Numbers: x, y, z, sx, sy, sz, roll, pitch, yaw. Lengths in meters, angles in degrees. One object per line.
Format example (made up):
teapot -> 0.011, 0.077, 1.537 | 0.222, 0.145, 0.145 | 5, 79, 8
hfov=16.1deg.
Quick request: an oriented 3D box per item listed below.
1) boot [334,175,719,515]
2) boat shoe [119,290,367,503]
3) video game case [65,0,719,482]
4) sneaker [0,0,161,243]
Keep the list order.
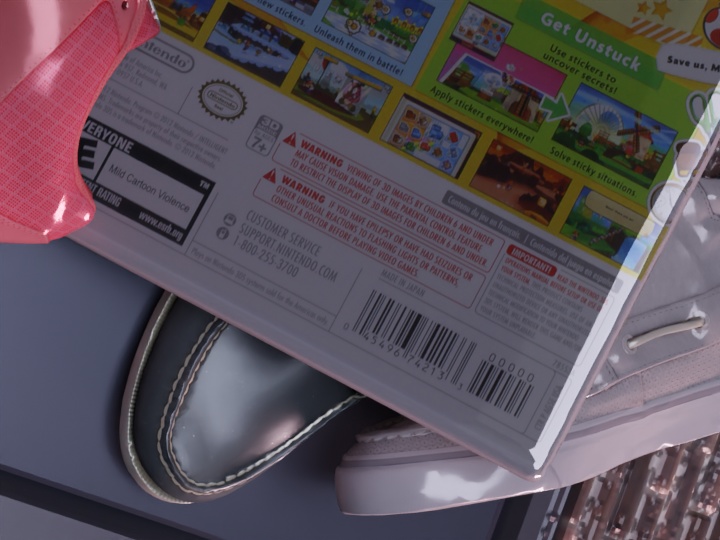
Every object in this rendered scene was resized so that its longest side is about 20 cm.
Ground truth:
boot -> 0.072, 0.018, 0.879 | 0.200, 0.074, 0.096 | -14, 96, -29
boat shoe -> 0.000, 0.000, 0.842 | 0.200, 0.062, 0.073 | -46, 114, -11
video game case -> 0.010, -0.058, 0.815 | 0.200, 0.023, 0.182 | 27, 85, 6
sneaker -> -0.100, -0.102, 0.779 | 0.087, 0.074, 0.201 | 11, 99, -13
